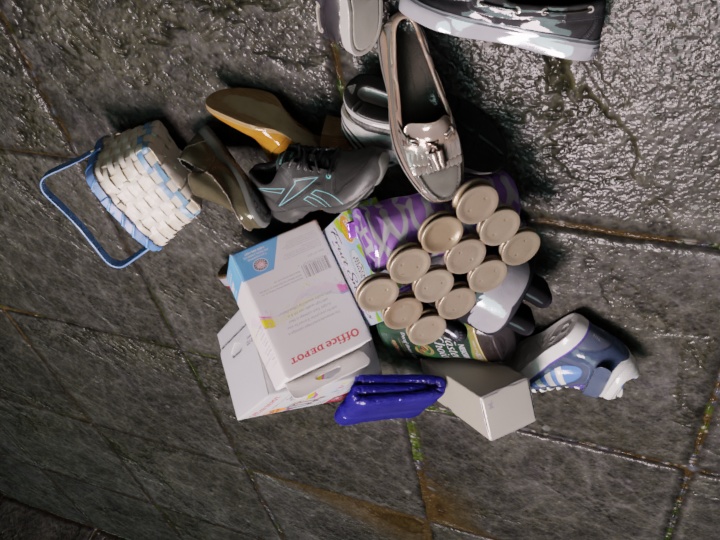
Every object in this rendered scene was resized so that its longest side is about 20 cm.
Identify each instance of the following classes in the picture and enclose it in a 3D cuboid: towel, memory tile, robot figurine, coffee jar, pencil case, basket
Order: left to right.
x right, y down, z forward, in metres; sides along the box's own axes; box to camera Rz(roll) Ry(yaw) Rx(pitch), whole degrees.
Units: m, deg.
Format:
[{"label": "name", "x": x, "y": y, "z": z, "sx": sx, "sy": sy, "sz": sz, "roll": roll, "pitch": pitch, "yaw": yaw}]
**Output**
[{"label": "basket", "x": -0.331, "y": -0.105, "z": 1.079, "sx": 0.198, "sy": 0.140, "sz": 0.177, "roll": -27, "pitch": 125, "yaw": 11}, {"label": "towel", "x": 0.040, "y": 0.193, "z": 1.148, "sx": 0.145, "sy": 0.050, "sz": 0.200, "roll": -5, "pitch": 162, "yaw": -11}, {"label": "pencil case", "x": 0.089, "y": -0.061, "z": 0.868, "sx": 0.197, "sy": 0.086, "sz": 0.085, "roll": -15, "pitch": 124, "yaw": -13}, {"label": "memory tile", "x": 0.099, "y": -0.003, "z": 0.851, "sx": 0.200, "sy": 0.017, "sz": 0.153, "roll": -42, "pitch": 133, "yaw": 16}, {"label": "coffee jar", "x": 0.129, "y": 0.080, "z": 1.094, "sx": 0.197, "sy": 0.086, "sz": 0.105, "roll": -2, "pitch": 136, "yaw": 32}, {"label": "robot figurine", "x": 0.144, "y": 0.003, "z": 0.962, "sx": 0.198, "sy": 0.152, "sz": 0.125, "roll": 28, "pitch": 159, "yaw": -1}]

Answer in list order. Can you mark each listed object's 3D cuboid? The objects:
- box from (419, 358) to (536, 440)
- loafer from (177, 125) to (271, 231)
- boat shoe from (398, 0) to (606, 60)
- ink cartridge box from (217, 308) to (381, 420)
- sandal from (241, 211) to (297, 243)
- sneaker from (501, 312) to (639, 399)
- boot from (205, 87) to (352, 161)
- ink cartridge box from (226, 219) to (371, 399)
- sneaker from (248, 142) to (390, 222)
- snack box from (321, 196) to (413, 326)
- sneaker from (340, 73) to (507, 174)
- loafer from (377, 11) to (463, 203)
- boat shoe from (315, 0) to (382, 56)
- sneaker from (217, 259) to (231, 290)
[{"label": "box", "x": 0.166, "y": 0.169, "z": 1.093, "sx": 0.200, "sy": 0.081, "sz": 0.070, "roll": -150, "pitch": 44, "yaw": -68}, {"label": "loafer", "x": -0.180, "y": -0.109, "z": 0.977, "sx": 0.200, "sy": 0.069, "sz": 0.075, "roll": 51, "pitch": 178, "yaw": 41}, {"label": "boat shoe", "x": 0.135, "y": -0.254, "z": 0.711, "sx": 0.197, "sy": 0.070, "sz": 0.067, "roll": 19, "pitch": 126, "yaw": 14}, {"label": "ink cartridge box", "x": -0.098, "y": 0.129, "z": 1.160, "sx": 0.197, "sy": 0.147, "sz": 0.145, "roll": -5, "pitch": 159, "yaw": -32}, {"label": "sandal", "x": -0.132, "y": -0.077, "z": 1.073, "sx": 0.075, "sy": 0.049, "sz": 0.200, "roll": 30, "pitch": 166, "yaw": -12}, {"label": "sneaker", "x": 0.302, "y": 0.154, "z": 1.084, "sx": 0.146, "sy": 0.081, "sz": 0.200, "roll": 37, "pitch": 137, "yaw": -8}, {"label": "boot", "x": -0.104, "y": -0.146, "z": 0.970, "sx": 0.198, "sy": 0.071, "sz": 0.145, "roll": 16, "pitch": 141, "yaw": 5}, {"label": "ink cartridge box", "x": -0.083, "y": 0.062, "z": 1.012, "sx": 0.203, "sy": 0.127, "sz": 0.125, "roll": 65, "pitch": 161, "yaw": 8}, {"label": "sneaker", "x": -0.054, "y": -0.110, "z": 0.883, "sx": 0.198, "sy": 0.076, "sz": 0.079, "roll": -14, "pitch": 132, "yaw": 40}, {"label": "snack box", "x": 0.000, "y": 0.000, "z": 0.998, "sx": 0.144, "sy": 0.052, "sz": 0.200, "roll": 65, "pitch": 160, "yaw": 2}, {"label": "sneaker", "x": 0.068, "y": -0.153, "z": 0.882, "sx": 0.198, "sy": 0.077, "sz": 0.116, "roll": 23, "pitch": 160, "yaw": -2}, {"label": "loafer", "x": 0.062, "y": -0.166, "z": 0.781, "sx": 0.071, "sy": 0.063, "sz": 0.203, "roll": -17, "pitch": 98, "yaw": 1}, {"label": "boat shoe", "x": -0.013, "y": -0.311, "z": 0.724, "sx": 0.060, "sy": 0.074, "sz": 0.202, "roll": 29, "pitch": 142, "yaw": 28}, {"label": "sneaker", "x": -0.133, "y": 0.023, "z": 1.191, "sx": 0.198, "sy": 0.072, "sz": 0.113, "roll": -7, "pitch": 129, "yaw": 47}]
